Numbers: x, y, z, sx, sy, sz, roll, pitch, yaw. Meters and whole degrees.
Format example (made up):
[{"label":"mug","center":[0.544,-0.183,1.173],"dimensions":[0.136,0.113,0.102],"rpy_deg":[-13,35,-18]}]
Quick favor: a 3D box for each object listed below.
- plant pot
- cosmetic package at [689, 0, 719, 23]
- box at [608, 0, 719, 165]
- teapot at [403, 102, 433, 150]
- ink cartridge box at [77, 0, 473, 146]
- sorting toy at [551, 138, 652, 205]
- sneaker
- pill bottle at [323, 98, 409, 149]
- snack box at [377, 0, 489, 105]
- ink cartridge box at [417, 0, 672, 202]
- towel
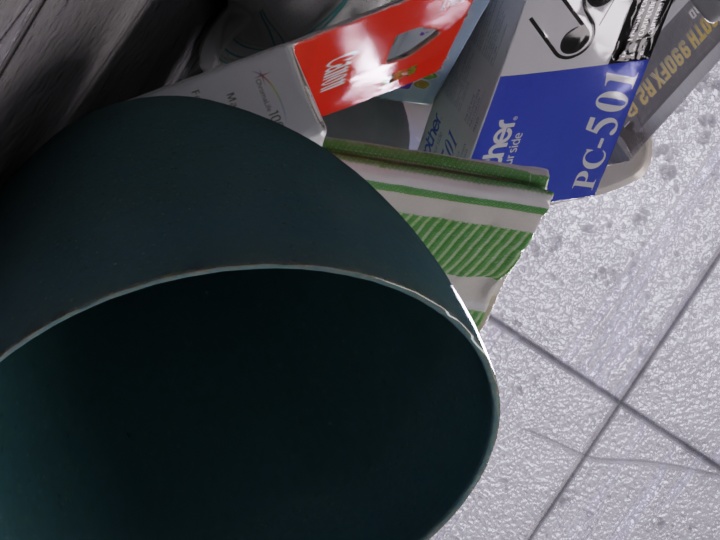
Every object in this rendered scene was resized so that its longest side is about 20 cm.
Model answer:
[{"label":"plant pot","center":[-0.065,0.018,0.847],"dimensions":[0.201,0.199,0.135],"rpy_deg":[-58,-144,37]},{"label":"cosmetic package","center":[0.151,-0.243,0.930],"dimensions":[0.165,0.200,0.165],"rpy_deg":[-33,-166,37]},{"label":"box","center":[0.146,-0.179,1.298],"dimensions":[0.200,0.159,0.048],"rpy_deg":[-47,-159,-24]},{"label":"teapot","center":[0.038,-0.129,1.351],"dimensions":[0.200,0.198,0.146],"rpy_deg":[-36,-171,-36]},{"label":"ink cartridge box","center":[-0.030,-0.057,1.012],"dimensions":[0.173,0.044,0.200],"rpy_deg":[-20,175,-6]},{"label":"sorting toy","center":[0.096,-0.115,1.494],"dimensions":[0.107,0.179,0.202],"rpy_deg":[1,90,-62]},{"label":"sneaker","center":[-0.025,-0.113,1.099],"dimensions":[0.071,0.080,0.200],"rpy_deg":[-59,-179,-11]},{"label":"pill bottle","center":[-0.056,-0.028,1.285],"dimensions":[0.112,0.112,0.200],"rpy_deg":[-57,179,-38]},{"label":"snack box","center":[0.038,-0.185,1.129],"dimensions":[0.200,0.053,0.143],"rpy_deg":[120,-26,-64]},{"label":"ink cartridge box","center":[0.098,-0.120,1.172],"dimensions":[0.093,0.044,0.201],"rpy_deg":[-9,137,-30]},{"label":"towel","center":[0.000,0.000,1.210],"dimensions":[0.200,0.151,0.024],"rpy_deg":[115,-20,-55]}]
